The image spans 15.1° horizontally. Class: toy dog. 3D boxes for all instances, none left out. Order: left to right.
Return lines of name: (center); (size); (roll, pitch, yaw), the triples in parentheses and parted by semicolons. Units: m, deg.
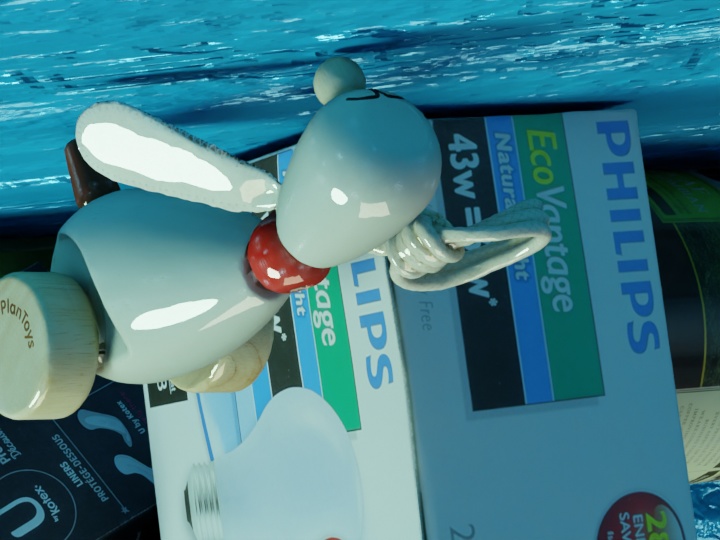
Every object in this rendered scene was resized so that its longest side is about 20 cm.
toy dog: (-0.048, -0.024, 0.878); (0.199, 0.097, 0.132); (-25, 164, 29)

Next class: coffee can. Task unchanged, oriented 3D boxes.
coffee can: (0.146, 0.026, 1.233); (0.199, 0.148, 0.146); (-3, 175, -37)

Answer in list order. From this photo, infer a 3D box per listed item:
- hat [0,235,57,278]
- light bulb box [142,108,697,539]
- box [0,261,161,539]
hat: (-0.171, 0.082, 1.321); (0.164, 0.177, 0.200); (-4, 176, -15)
light bulb box: (0.015, 0.051, 1.047); (0.124, 0.200, 0.200); (-5, 174, -31)
box: (-0.166, 0.118, 1.205); (0.114, 0.132, 0.200); (-30, 159, -34)
